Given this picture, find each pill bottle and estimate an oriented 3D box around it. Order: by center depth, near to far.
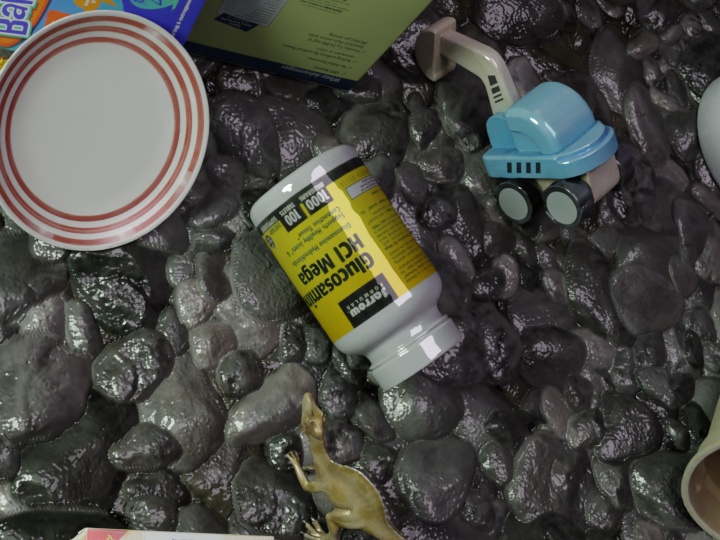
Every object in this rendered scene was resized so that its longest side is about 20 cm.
[{"bbox_3d":[0.000,0.000,1.181,0.112,0.112,0.201,-33,88,-34],"label":"pill bottle"}]

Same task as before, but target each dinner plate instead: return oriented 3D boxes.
[{"bbox_3d":[-0.218,-0.115,1.107,0.199,0.024,0.202,-14,115,-32],"label":"dinner plate"}]

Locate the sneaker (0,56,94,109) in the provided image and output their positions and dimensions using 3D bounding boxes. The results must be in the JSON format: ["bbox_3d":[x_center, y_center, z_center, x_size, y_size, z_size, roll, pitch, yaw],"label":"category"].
[{"bbox_3d":[-0.313,-0.147,1.091,0.199,0.077,0.074,-13,76,-31],"label":"sneaker"}]

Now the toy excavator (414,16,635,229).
[{"bbox_3d":[0.157,-0.156,1.329,0.100,0.194,0.201,-35,117,-34],"label":"toy excavator"}]

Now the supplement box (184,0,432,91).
[{"bbox_3d":[-0.054,-0.286,1.214,0.198,0.200,0.135,10,64,-25],"label":"supplement box"}]

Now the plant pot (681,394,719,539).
[{"bbox_3d":[0.426,0.154,1.323,0.200,0.200,0.184,33,46,-13],"label":"plant pot"}]

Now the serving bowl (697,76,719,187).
[{"bbox_3d":[0.484,-0.151,1.538,0.199,0.066,0.202,12,65,-26],"label":"serving bowl"}]

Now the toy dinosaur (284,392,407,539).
[{"bbox_3d":[-0.003,0.197,1.105,0.200,0.101,0.058,48,56,-3],"label":"toy dinosaur"}]

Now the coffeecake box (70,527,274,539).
[{"bbox_3d":[-0.143,0.301,1.003,0.152,0.073,0.202,7,66,-25],"label":"coffeecake box"}]

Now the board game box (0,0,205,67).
[{"bbox_3d":[-0.220,-0.238,1.071,0.199,0.153,0.045,8,39,-34],"label":"board game box"}]
